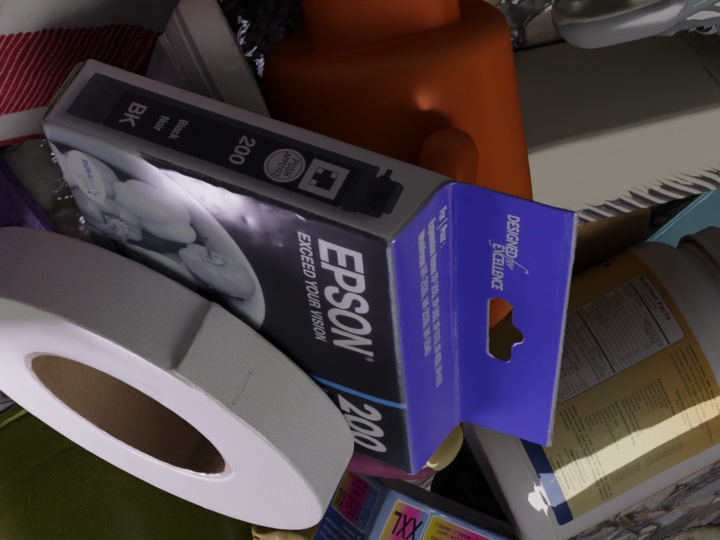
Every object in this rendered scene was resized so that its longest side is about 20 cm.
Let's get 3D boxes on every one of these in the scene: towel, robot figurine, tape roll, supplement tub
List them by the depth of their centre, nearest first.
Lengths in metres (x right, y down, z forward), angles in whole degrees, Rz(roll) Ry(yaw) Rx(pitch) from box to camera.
[{"bbox_3d":[-0.099,-0.113,0.532,0.200,0.023,0.144,-46,169,29],"label":"towel"},{"bbox_3d":[-0.098,0.053,0.635,0.037,0.201,0.203,-61,162,-24],"label":"tape roll"},{"bbox_3d":[0.020,-0.048,0.641,0.116,0.143,0.202,-31,122,-36],"label":"robot figurine"},{"bbox_3d":[0.162,0.071,0.881,0.198,0.145,0.145,-26,152,-3],"label":"supplement tub"}]

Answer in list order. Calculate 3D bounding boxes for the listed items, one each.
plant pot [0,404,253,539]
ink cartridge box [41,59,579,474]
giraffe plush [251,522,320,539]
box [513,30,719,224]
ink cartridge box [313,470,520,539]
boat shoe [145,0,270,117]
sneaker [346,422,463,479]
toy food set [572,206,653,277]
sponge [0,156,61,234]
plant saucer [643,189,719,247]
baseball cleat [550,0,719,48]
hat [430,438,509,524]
[{"bbox_3d":[-0.143,0.198,0.872,0.198,0.194,0.201,-21,152,-12],"label":"plant pot"},{"bbox_3d":[-0.015,0.013,0.573,0.199,0.198,0.044,81,31,-58],"label":"ink cartridge box"},{"bbox_3d":[-0.043,0.231,1.044,0.161,0.199,0.174,-1,119,-49],"label":"giraffe plush"},{"bbox_3d":[0.146,-0.083,0.778,0.198,0.083,0.069,-14,139,-22],"label":"box"},{"bbox_3d":[0.019,0.244,0.901,0.135,0.076,0.202,25,90,-21],"label":"ink cartridge box"},{"bbox_3d":[-0.078,-0.058,0.625,0.068,0.073,0.200,-24,173,-10],"label":"boat shoe"},{"bbox_3d":[-0.029,0.070,0.729,0.075,0.199,0.091,-43,141,-33],"label":"sneaker"},{"bbox_3d":[0.104,-0.017,0.892,0.198,0.049,0.199,-12,148,-26],"label":"toy food set"},{"bbox_3d":[-0.207,-0.015,0.643,0.111,0.030,0.201,-27,150,-4],"label":"sponge"},{"bbox_3d":[0.206,0.016,0.998,0.199,0.070,0.019,-39,-173,3],"label":"plant saucer"},{"bbox_3d":[0.195,-0.137,0.730,0.198,0.070,0.107,-23,125,-8],"label":"baseball cleat"},{"bbox_3d":[0.124,0.107,1.062,0.199,0.201,0.081,-28,107,10],"label":"hat"}]
